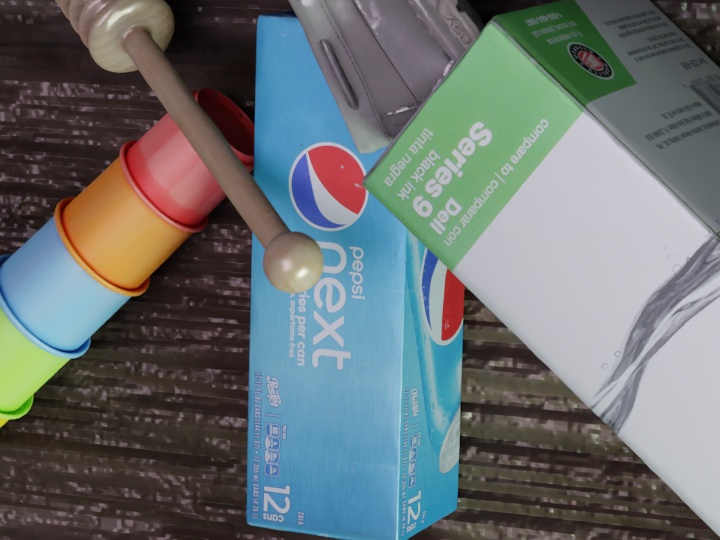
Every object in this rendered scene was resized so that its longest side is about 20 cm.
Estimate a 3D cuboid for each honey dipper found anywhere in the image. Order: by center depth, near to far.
[{"bbox_3d":[-0.066,-0.058,1.109,0.038,0.038,0.200,-55,45,23],"label":"honey dipper"}]

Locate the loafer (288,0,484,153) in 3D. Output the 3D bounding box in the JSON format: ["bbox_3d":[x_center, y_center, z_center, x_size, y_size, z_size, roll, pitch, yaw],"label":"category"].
[{"bbox_3d":[-0.034,-0.132,1.032,0.070,0.070,0.200,-37,93,8],"label":"loafer"}]

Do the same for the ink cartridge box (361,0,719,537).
[{"bbox_3d":[0.118,0.000,1.021,0.200,0.146,0.084,45,114,12],"label":"ink cartridge box"}]

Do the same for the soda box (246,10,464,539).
[{"bbox_3d":[0.000,0.000,1.124,0.067,0.064,0.201,6,102,24],"label":"soda box"}]

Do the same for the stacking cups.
[{"bbox_3d":[-0.117,0.002,1.191,0.200,0.060,0.061,-41,81,20],"label":"stacking cups"}]
